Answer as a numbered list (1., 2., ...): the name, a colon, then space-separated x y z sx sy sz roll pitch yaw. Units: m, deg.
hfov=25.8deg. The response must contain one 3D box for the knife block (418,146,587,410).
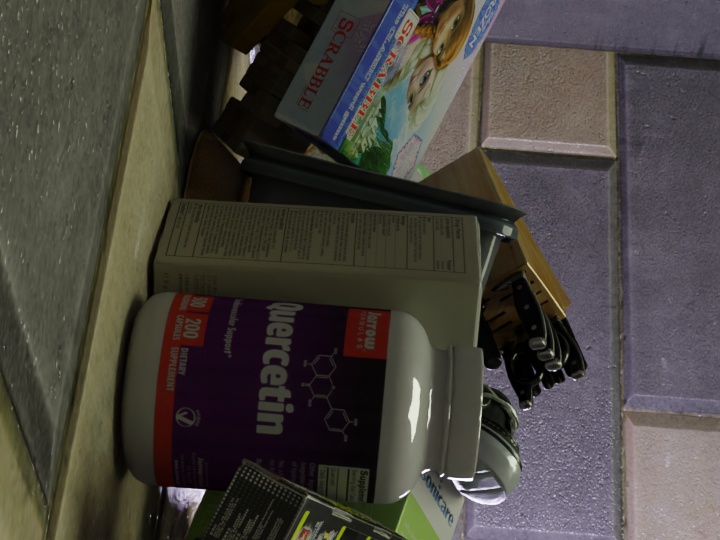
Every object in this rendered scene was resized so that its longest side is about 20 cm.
1. knife block: 0.101 0.003 1.182 0.200 0.064 0.176 61 11 6

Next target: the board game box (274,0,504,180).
1. board game box: 0.032 -0.166 1.138 0.200 0.041 0.199 -62 160 0

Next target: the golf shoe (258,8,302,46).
1. golf shoe: -0.036 -0.187 1.266 0.200 0.097 0.079 -166 -94 -66

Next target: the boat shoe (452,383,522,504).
1. boat shoe: 0.071 0.106 1.068 0.071 0.072 0.200 -42 -170 -11

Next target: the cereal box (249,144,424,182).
1. cereal box: 0.000 -0.028 1.271 0.200 0.144 0.040 54 -27 2

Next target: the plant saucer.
1. plant saucer: -0.104 -0.001 1.145 0.200 0.035 0.201 4 90 -88

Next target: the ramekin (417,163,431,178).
1. ramekin: -0.021 -0.035 1.397 0.200 0.199 0.098 90 -3 -76

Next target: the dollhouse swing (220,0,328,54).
1. dollhouse swing: -0.083 -0.291 1.140 0.182 0.176 0.200 37 44 -37

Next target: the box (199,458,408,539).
1. box: -0.059 0.211 0.830 0.200 0.044 0.160 -63 152 -6

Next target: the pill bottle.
1. pill bottle: -0.032 0.074 0.905 0.112 0.199 0.113 4 90 -89

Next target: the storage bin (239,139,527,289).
1. storage bin: 0.000 0.000 1.105 0.146 0.199 0.135 30 75 -89

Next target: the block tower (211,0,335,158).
1. block tower: -0.032 -0.171 1.170 0.200 0.054 0.058 -58 -144 8

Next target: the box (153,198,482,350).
1. box: -0.025 0.012 0.989 0.095 0.199 0.078 -83 177 -61

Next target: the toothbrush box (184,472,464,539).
1. toothbrush box: -0.038 0.202 1.001 0.086 0.145 0.200 60 41 -46
